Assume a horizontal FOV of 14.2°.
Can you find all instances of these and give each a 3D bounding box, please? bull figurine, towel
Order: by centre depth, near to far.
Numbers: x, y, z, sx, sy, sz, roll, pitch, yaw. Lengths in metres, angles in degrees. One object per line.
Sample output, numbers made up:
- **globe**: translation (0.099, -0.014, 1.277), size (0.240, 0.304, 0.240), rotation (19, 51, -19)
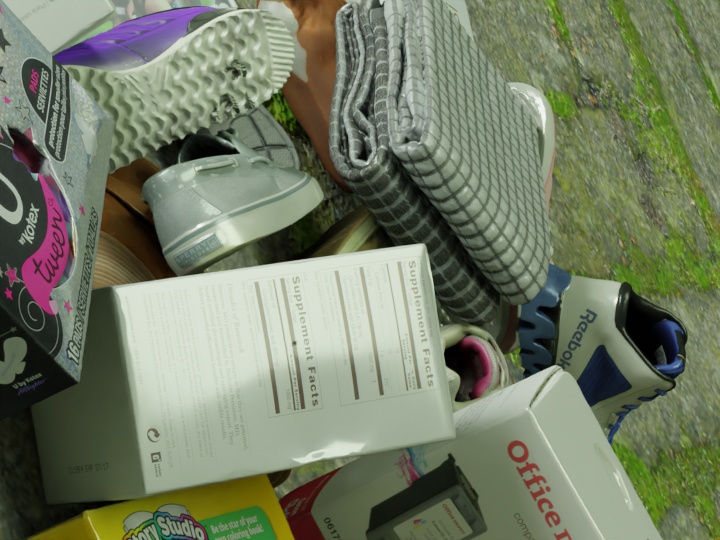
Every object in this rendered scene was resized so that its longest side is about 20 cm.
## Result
- **towel**: translation (0.047, -0.081, 1.915), size (0.166, 0.085, 0.200), rotation (50, 23, -34)
- **bull figurine**: translation (-0.024, -0.148, 2.002), size (0.200, 0.065, 0.121), rotation (70, 22, -13)

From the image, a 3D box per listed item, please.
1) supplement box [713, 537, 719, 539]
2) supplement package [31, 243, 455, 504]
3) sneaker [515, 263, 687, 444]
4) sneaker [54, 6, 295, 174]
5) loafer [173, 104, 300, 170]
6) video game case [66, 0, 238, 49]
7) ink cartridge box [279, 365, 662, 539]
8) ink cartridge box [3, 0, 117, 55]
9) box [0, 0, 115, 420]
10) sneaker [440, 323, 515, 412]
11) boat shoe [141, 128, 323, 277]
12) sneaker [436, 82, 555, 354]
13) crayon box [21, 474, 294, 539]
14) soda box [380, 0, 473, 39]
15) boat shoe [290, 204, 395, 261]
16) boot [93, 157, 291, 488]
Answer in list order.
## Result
- **supplement box**: translation (0.238, 0.301, 1.917), size (0.133, 0.197, 0.200), rotation (49, 28, -27)
- **supplement package**: translation (-0.066, 0.055, 1.548), size (0.200, 0.114, 0.110), rotation (-8, 89, -35)
- **sneaker**: translation (0.174, 0.083, 2.031), size (0.081, 0.115, 0.200), rotation (-67, 156, -50)
- **sneaker**: translation (-0.144, -0.104, 1.665), size (0.099, 0.200, 0.070), rotation (30, -46, 62)
- **loafer**: translation (-0.119, -0.119, 1.822), size (0.072, 0.063, 0.200), rotation (-43, 102, -34)
- **video game case**: translation (-0.169, -0.188, 1.742), size (0.182, 0.023, 0.200), rotation (-33, 95, -44)
- **ink cartridge box**: translation (0.060, 0.166, 1.697), size (0.148, 0.200, 0.086), rotation (60, 24, -6)
- **ink cartridge box**: translation (-0.230, -0.198, 1.556), size (0.200, 0.084, 0.146), rotation (57, -12, -13)
- **box**: translation (-0.211, -0.023, 1.435), size (0.115, 0.132, 0.200), rotation (47, 28, -34)
- **sneaker**: translation (0.065, 0.081, 1.928), size (0.200, 0.088, 0.081), rotation (-1, 67, -64)
- **boat shoe**: translation (-0.075, -0.048, 1.662), size (0.072, 0.070, 0.201), rotation (62, 15, -2)
- **sneaker**: translation (0.104, -0.031, 2.071), size (0.105, 0.075, 0.201), rotation (13, 88, -66)
- **crayon box**: translation (-0.085, 0.204, 1.547), size (0.200, 0.058, 0.173), rotation (-5, 69, -65)
- **soda box**: translation (0.049, -0.139, 2.148), size (0.068, 0.064, 0.200), rotation (31, 39, -47)
- **boat shoe**: translation (-0.002, 0.001, 1.901), size (0.063, 0.073, 0.201), rotation (56, 18, -5)
- **boot**: translation (-0.104, 0.024, 1.678), size (0.200, 0.074, 0.155), rotation (51, 23, -31)
